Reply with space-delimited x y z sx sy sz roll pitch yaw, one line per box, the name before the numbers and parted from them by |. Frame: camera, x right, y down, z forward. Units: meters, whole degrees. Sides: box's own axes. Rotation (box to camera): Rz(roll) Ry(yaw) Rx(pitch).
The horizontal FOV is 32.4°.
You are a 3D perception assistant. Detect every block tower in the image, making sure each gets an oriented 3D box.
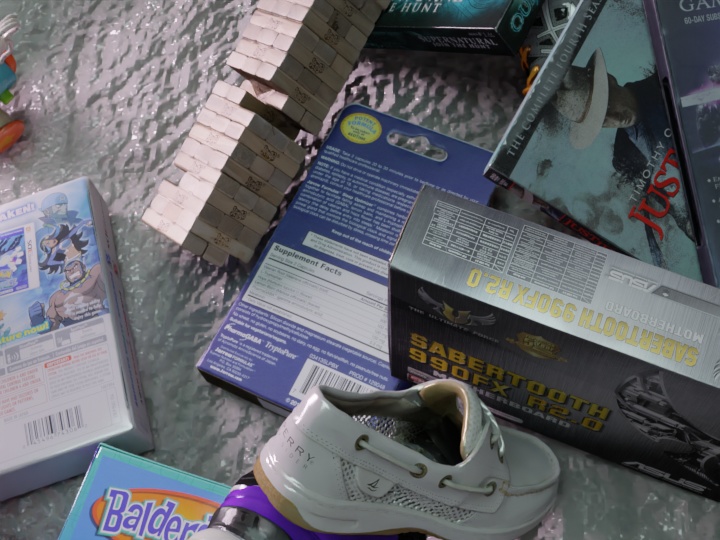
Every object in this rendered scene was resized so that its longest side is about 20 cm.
block tower | -0.059 -0.102 0.774 0.058 0.054 0.202 28 87 46

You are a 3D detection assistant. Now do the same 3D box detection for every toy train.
toy train | -0.281 -0.072 0.805 0.056 0.150 0.200 46 72 -13

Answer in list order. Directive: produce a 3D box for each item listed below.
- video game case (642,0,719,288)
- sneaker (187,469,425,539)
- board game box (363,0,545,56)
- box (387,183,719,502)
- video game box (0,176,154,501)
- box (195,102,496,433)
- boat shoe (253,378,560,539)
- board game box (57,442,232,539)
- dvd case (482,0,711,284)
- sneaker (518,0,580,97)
video game case | 0.245 -0.072 0.693 0.141 0.019 0.203 -9 82 -9
sneaker | 0.015 0.165 0.623 0.200 0.070 0.100 41 55 -4
board game box | 0.047 -0.204 0.803 0.199 0.028 0.136 13 69 45
box | 0.112 0.043 0.624 0.198 0.159 0.049 20 69 9
video game box | -0.241 0.054 0.771 0.198 0.047 0.184 -18 63 2
box | 0.000 0.000 0.756 0.120 0.032 0.201 21 71 20
boat shoe | 0.042 0.089 0.616 0.071 0.199 0.070 46 116 39
board game box | -0.110 0.211 0.665 0.150 0.045 0.202 15 68 18
dvd case | 0.188 -0.064 0.704 0.199 0.022 0.147 32 79 -1
sneaker | 0.129 -0.130 0.773 0.077 0.078 0.201 -35 63 -2
